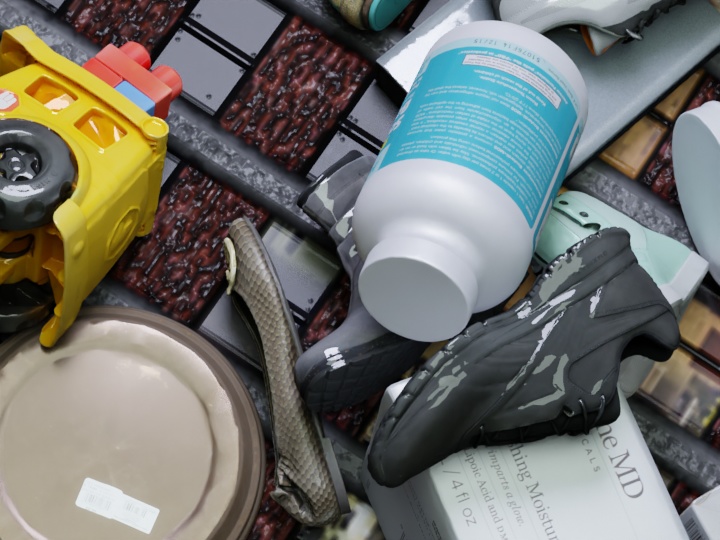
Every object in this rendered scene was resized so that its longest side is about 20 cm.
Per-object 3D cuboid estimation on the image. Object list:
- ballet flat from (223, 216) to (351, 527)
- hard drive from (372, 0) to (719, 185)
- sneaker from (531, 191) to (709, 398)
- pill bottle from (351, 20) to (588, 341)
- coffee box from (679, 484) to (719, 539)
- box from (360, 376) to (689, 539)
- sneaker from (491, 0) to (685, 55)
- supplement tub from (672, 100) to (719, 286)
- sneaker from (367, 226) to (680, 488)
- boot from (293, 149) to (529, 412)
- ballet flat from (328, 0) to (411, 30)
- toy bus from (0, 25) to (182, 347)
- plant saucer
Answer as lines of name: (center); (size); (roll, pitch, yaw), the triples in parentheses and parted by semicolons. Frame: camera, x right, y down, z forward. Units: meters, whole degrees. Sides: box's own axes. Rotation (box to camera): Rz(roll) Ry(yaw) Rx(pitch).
ballet flat: (-0.055, 0.064, 1.705); (0.046, 0.067, 0.201); (-18, 79, -1)
hard drive: (0.127, -0.143, 1.805); (0.200, 0.033, 0.140); (-40, 79, -16)
sneaker: (0.138, 0.011, 1.690); (0.118, 0.200, 0.074); (29, 110, 8)
pill bottle: (0.062, -0.051, 1.660); (0.110, 0.111, 0.200); (23, 48, 2)
coffee box: (0.237, 0.166, 1.624); (0.114, 0.200, 0.080); (-27, 77, -13)
box: (0.101, 0.162, 1.612); (0.130, 0.200, 0.200); (-20, 73, -12)
sneaker: (0.179, -0.182, 1.774); (0.199, 0.074, 0.080); (-10, 82, -2)
supplement tub: (0.312, -0.070, 1.740); (0.199, 0.145, 0.146); (-18, 74, -11)
sneaker: (0.092, 0.062, 1.505); (0.200, 0.076, 0.091); (-37, 82, -12)
boot: (0.000, 0.000, 1.711); (0.200, 0.070, 0.132); (-28, 73, -44)
ballet flat: (0.051, -0.238, 1.816); (0.200, 0.071, 0.071); (-42, 80, -17)
toy bus: (-0.210, -0.084, 1.707); (0.200, 0.136, 0.192); (33, 56, 14)
plant saucer: (-0.156, 0.114, 1.694); (0.199, 0.029, 0.201); (2, 72, -6)
